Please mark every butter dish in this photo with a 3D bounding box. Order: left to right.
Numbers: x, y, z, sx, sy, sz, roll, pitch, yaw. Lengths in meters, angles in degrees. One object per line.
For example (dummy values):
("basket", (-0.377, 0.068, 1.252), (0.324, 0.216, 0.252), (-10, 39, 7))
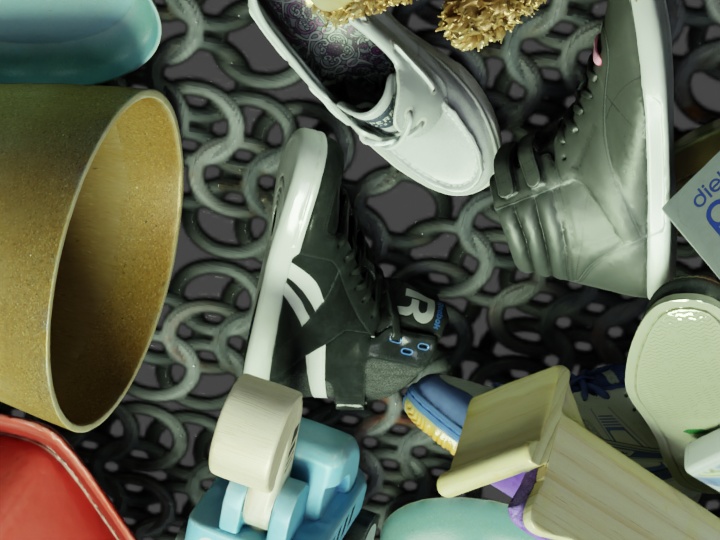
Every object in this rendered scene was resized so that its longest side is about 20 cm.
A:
("butter dish", (-0.234, 0.187, 1.449), (0.199, 0.148, 0.200), (5, 136, 40))

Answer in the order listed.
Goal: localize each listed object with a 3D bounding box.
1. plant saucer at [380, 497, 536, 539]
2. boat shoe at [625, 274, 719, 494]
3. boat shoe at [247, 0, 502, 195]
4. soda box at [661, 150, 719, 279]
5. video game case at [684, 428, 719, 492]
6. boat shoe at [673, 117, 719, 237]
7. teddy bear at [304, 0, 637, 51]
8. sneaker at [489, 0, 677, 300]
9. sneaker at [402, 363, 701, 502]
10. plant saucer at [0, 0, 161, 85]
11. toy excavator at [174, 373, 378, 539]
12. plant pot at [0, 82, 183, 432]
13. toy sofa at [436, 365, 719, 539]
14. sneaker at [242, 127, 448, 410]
("plant saucer", (0.102, 0.210, 1.493), (0.200, 0.027, 0.200), (17, 147, 11))
("boat shoe", (0.188, 0.053, 1.315), (0.072, 0.068, 0.200), (2, 150, 17))
("boat shoe", (0.008, -0.101, 1.261), (0.072, 0.069, 0.200), (-22, 125, 22))
("soda box", (0.253, -0.070, 1.213), (0.200, 0.068, 0.063), (-45, 144, 14))
("video game case", (0.309, 0.105, 1.290), (0.182, 0.022, 0.200), (30, 139, -28))
("boat shoe", (0.250, -0.045, 1.285), (0.200, 0.063, 0.073), (-5, 130, 13))
("teddy bear", (0.058, -0.179, 1.181), (0.200, 0.067, 0.145), (-22, 100, 4))
("sneaker", (0.115, -0.075, 1.258), (0.099, 0.071, 0.200), (2, 116, 12))
("sneaker", (0.121, 0.084, 1.410), (0.200, 0.075, 0.088), (19, 108, -24))
("plant saucer", (-0.199, -0.149, 1.224), (0.200, 0.027, 0.200), (6, 158, 3))
("toy excavator", (-0.051, 0.118, 1.384), (0.100, 0.194, 0.200), (18, 119, 12))
("plant pot", (-0.221, -0.024, 1.297), (0.200, 0.186, 0.187), (12, 132, 14))
("toy sofa", (0.143, 0.147, 1.333), (0.200, 0.098, 0.083), (33, 148, -24))
("sneaker", (0.000, 0.000, 1.353), (0.112, 0.073, 0.200), (8, 139, -5))
